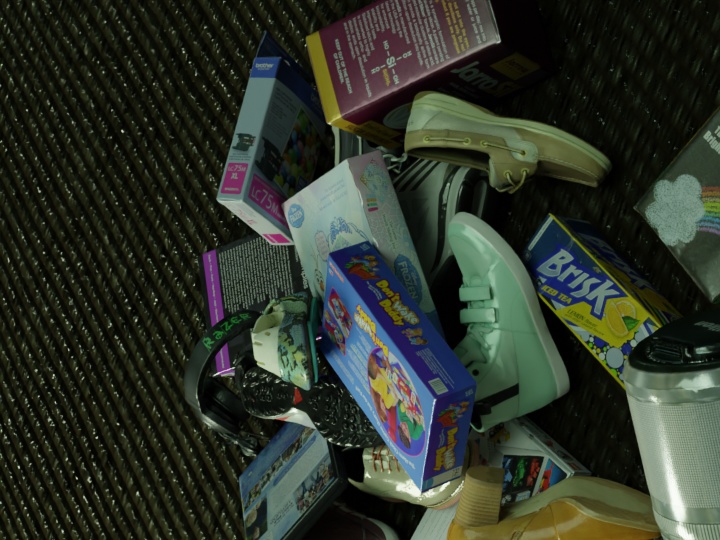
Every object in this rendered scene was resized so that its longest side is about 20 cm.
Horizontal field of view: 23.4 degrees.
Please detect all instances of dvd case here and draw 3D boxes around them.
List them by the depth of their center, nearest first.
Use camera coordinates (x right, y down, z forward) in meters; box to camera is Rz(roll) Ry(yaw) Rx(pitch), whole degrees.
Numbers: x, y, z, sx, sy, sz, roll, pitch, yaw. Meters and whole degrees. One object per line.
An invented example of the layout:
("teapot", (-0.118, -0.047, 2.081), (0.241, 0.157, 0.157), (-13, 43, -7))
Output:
("dvd case", (-0.071, 0.217, 1.797), (0.143, 0.018, 0.200), (-49, 20, 14))

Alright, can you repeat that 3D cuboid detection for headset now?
("headset", (-0.135, 0.124, 1.865), (0.094, 0.123, 0.200), (32, 145, 38))

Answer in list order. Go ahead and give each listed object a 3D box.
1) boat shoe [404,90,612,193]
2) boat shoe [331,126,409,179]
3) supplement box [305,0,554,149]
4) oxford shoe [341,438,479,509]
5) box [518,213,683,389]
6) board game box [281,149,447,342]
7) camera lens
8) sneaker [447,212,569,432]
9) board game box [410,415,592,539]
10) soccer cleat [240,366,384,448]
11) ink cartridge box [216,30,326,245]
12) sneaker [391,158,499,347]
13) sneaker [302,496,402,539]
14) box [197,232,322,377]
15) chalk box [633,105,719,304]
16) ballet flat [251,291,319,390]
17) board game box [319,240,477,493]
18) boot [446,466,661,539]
("boat shoe", (0.137, -0.109, 1.654), (0.200, 0.074, 0.066), (18, 76, 12))
("boat shoe", (0.016, -0.116, 1.813), (0.063, 0.073, 0.200), (-31, 60, 39))
("supplement box", (0.069, -0.211, 1.716), (0.200, 0.131, 0.103), (-24, 70, 26))
("oxford shoe", (0.043, 0.195, 1.708), (0.200, 0.074, 0.071), (-21, 56, 56))
("box", (0.232, 0.035, 1.600), (0.200, 0.064, 0.070), (49, 117, 34))
("board game box", (0.000, 0.000, 1.740), (0.200, 0.043, 0.199), (-26, 83, 67))
("camera lens", (0.307, 0.139, 1.416), (0.160, 0.160, 0.200), (-4, 106, 42))
("sneaker", (0.106, 0.052, 1.626), (0.201, 0.118, 0.074), (64, 160, -4))
("board game box", (0.127, 0.240, 1.685), (0.126, 0.035, 0.200), (42, 112, 39))
("soccer cleat", (-0.032, 0.133, 1.758), (0.200, 0.073, 0.068), (9, 96, 43))
("ink cartridge box", (-0.086, -0.141, 1.855), (0.042, 0.119, 0.200), (1, 69, 29))
("sneaker", (0.068, -0.022, 1.750), (0.115, 0.076, 0.201), (24, 105, 45))
("sneaker", (-0.060, 0.276, 1.787), (0.200, 0.115, 0.076), (15, 115, 42))
("box", (-0.094, 0.027, 1.918), (0.200, 0.036, 0.143), (-20, 72, 40))
("chalk box", (0.356, -0.077, 1.463), (0.200, 0.124, 0.125), (-51, 53, 24))
("ballet flat", (-0.075, 0.072, 1.724), (0.200, 0.074, 0.074), (-94, 24, -78))
("board game box", (0.031, 0.088, 1.623), (0.200, 0.045, 0.135), (53, 151, 36))
("boot", (0.179, 0.263, 1.600), (0.201, 0.071, 0.144), (9, 111, 11))
